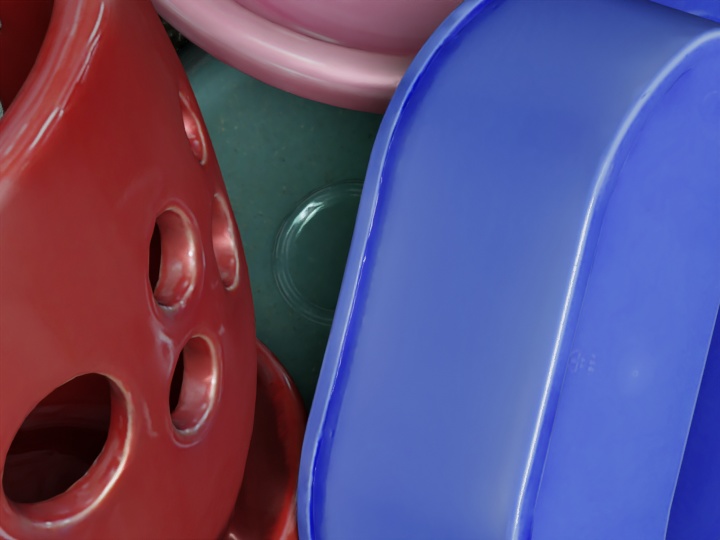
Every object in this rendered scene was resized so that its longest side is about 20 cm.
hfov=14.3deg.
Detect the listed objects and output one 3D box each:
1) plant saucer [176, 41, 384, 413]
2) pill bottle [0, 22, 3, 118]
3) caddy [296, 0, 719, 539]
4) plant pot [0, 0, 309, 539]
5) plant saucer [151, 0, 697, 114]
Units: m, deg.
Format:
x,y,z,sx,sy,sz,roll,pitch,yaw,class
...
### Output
x,y,z,sx,sy,sz,roll,pitch,yaw,class
0.000,0.000,0.790,0.199,0.036,0.201,-6,70,16,plant saucer
-0.135,-0.135,0.789,0.111,0.111,0.201,-6,93,1,pill bottle
0.062,0.022,0.697,0.141,0.105,0.201,13,91,-37,caddy
-0.113,0.025,0.678,0.200,0.201,0.183,-28,128,2,plant pot
0.017,-0.129,0.778,0.200,0.051,0.201,0,68,0,plant saucer
